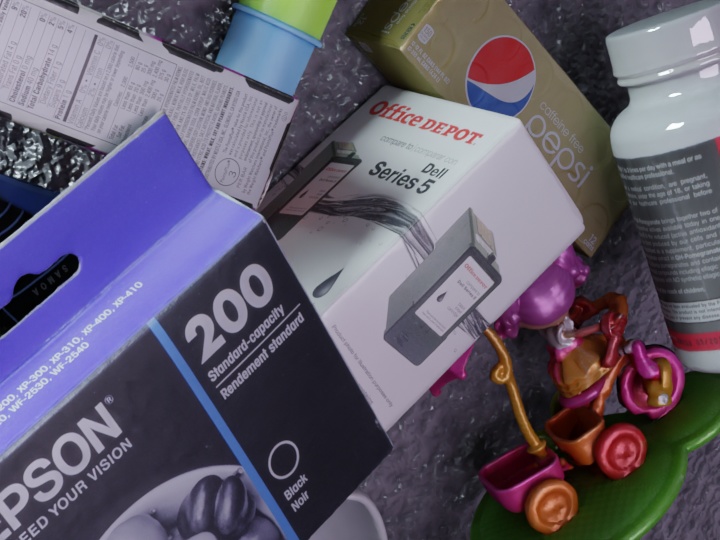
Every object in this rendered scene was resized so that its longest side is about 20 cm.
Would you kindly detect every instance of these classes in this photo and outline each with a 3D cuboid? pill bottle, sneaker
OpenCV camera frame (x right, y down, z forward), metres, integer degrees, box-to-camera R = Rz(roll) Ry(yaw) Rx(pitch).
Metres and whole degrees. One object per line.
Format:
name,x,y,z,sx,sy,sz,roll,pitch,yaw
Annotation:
pill bottle,0.209,-0.052,0.900,0.110,0.110,0.202,-24,101,-24
sneaker,-0.188,-0.011,0.767,0.199,0.070,0.079,19,89,-35

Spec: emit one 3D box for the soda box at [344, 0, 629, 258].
soda box,0.085,-0.096,0.916,0.200,0.064,0.068,43,80,-33

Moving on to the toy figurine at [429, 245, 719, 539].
toy figurine,0.113,0.055,0.939,0.199,0.150,0.185,-35,111,-8

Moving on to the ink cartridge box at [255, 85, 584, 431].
ink cartridge box,0.000,0.000,0.842,0.200,0.145,0.084,-44,121,-14

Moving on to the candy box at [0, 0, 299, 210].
candy box,-0.147,-0.096,0.727,0.199,0.136,0.062,21,92,-34

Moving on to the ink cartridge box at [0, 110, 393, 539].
ink cartridge box,-0.098,0.069,0.675,0.198,0.043,0.201,-44,120,-24

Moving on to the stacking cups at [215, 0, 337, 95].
stacking cups,-0.051,-0.113,0.826,0.060,0.060,0.202,22,92,-35

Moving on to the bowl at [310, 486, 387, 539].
bowl,-0.083,0.194,0.863,0.198,0.075,0.201,-17,129,-16
